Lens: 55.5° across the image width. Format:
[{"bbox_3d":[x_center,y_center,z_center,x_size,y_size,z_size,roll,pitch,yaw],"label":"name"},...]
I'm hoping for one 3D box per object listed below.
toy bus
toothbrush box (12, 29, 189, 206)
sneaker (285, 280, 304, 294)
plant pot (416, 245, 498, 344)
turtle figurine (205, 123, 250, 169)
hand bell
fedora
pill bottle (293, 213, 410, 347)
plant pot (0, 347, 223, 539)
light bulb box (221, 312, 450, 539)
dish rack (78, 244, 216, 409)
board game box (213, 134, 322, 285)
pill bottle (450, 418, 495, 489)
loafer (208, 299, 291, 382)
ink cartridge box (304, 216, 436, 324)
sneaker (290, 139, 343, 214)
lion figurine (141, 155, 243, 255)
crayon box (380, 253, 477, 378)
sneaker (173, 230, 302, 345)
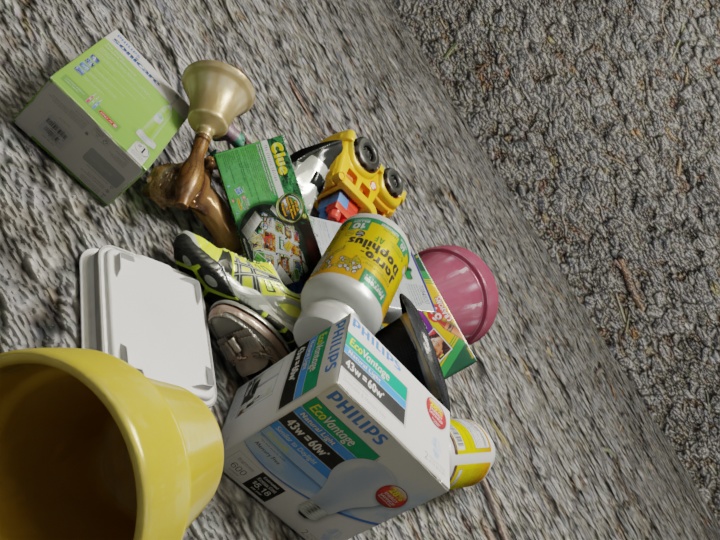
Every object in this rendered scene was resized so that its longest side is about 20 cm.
[{"bbox_3d":[-0.015,-0.134,1.319,0.200,0.135,0.194,42,42,-33],"label":"toy bus"},{"bbox_3d":[-0.320,-0.201,0.881,0.146,0.086,0.201,46,28,-23],"label":"toothbrush box"},{"bbox_3d":[-0.125,0.001,1.001,0.077,0.066,0.202,15,53,-24],"label":"sneaker"},{"bbox_3d":[0.132,0.061,1.270,0.178,0.199,0.202,-14,72,-55],"label":"plant pot"},{"bbox_3d":[-0.155,-0.150,1.114,0.199,0.100,0.151,34,32,-28],"label":"turtle figurine"},{"bbox_3d":[-0.208,-0.165,0.899,0.104,0.103,0.203,34,51,-38],"label":"hand bell"},{"bbox_3d":[0.053,0.131,0.924,0.201,0.090,0.203,161,-90,-87],"label":"fedora"},{"bbox_3d":[-0.012,0.024,0.899,0.113,0.112,0.201,47,43,-18],"label":"pill bottle"},{"bbox_3d":[-0.209,0.164,0.553,0.203,0.199,0.189,61,9,11],"label":"plant pot"},{"bbox_3d":[-0.028,0.195,0.806,0.198,0.199,0.125,45,27,-20],"label":"light bulb box"},{"bbox_3d":[-0.232,0.066,0.777,0.171,0.043,0.202,26,38,-47],"label":"dish rack"},{"bbox_3d":[-0.126,-0.078,0.953,0.023,0.103,0.203,157,-84,-77],"label":"board game box"},{"bbox_3d":[0.143,0.295,1.103,0.199,0.109,0.110,18,44,-53],"label":"pill bottle"},{"bbox_3d":[-0.123,0.122,0.874,0.200,0.071,0.063,50,37,-28],"label":"loafer"},{"bbox_3d":[0.000,0.000,1.063,0.197,0.041,0.201,10,36,-22],"label":"ink cartridge box"},{"bbox_3d":[-0.091,-0.131,1.051,0.200,0.074,0.089,-41,115,-33],"label":"sneaker"},{"bbox_3d":[-0.207,-0.080,0.956,0.200,0.072,0.123,45,24,-22],"label":"lion figurine"},{"bbox_3d":[0.065,0.102,1.118,0.202,0.171,0.058,61,-10,11],"label":"crayon box"},{"bbox_3d":[-0.157,0.014,0.896,0.199,0.075,0.077,41,53,-13],"label":"sneaker"}]
